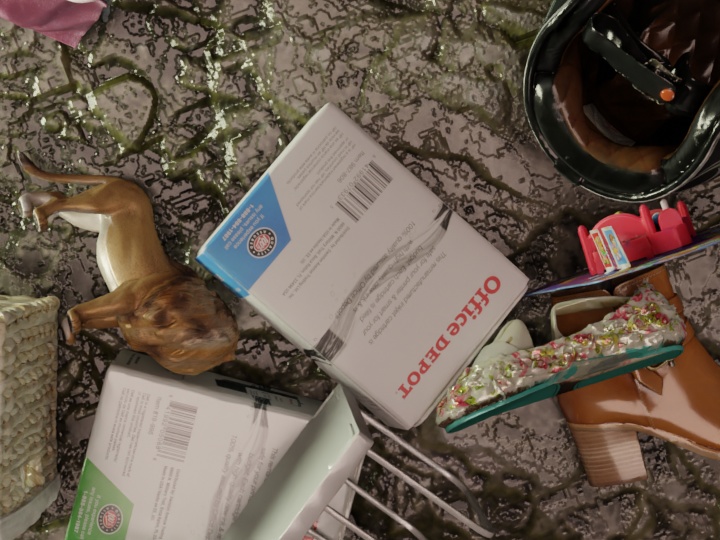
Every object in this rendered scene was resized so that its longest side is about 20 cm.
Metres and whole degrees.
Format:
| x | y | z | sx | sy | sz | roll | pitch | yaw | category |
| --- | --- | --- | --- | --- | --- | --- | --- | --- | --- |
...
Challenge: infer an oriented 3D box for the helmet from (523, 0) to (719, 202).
| x | y | z | sx | sy | sz | roll | pitch | yaw | category |
| --- | --- | --- | --- | --- | --- | --- | --- | --- | --- |
| 0.222 | -0.156 | 1.097 | 0.191 | 0.200 | 0.200 | -41 | 99 | -40 | helmet |

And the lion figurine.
| x | y | z | sx | sy | sz | roll | pitch | yaw | category |
| --- | --- | --- | --- | --- | --- | --- | --- | --- | --- |
| -0.171 | -0.011 | 1.149 | 0.122 | 0.072 | 0.201 | -15 | 74 | -21 | lion figurine |

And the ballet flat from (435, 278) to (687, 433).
| x | y | z | sx | sy | sz | roll | pitch | yaw | category |
| --- | --- | --- | --- | --- | --- | --- | --- | --- | --- |
| 0.138 | 0.059 | 1.124 | 0.199 | 0.076 | 0.064 | -17 | 75 | -14 | ballet flat |

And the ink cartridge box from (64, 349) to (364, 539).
| x | y | z | sx | sy | sz | roll | pitch | yaw | category |
| --- | --- | --- | --- | --- | --- | --- | --- | --- | --- |
| -0.107 | 0.157 | 1.178 | 0.199 | 0.083 | 0.147 | 16 | 96 | -4 | ink cartridge box |

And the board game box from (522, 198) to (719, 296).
| x | y | z | sx | sy | sz | roll | pitch | yaw | category |
| --- | --- | --- | --- | --- | --- | --- | --- | --- | --- |
| 0.201 | -0.028 | 1.111 | 0.157 | 0.200 | 0.039 | -19 | 91 | -16 | board game box |

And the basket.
| x | y | z | sx | sy | sz | roll | pitch | yaw | category |
| --- | --- | --- | --- | --- | --- | --- | --- | --- | --- |
| -0.325 | 0.098 | 1.107 | 0.199 | 0.198 | 0.162 | 2 | 92 | 1 | basket |

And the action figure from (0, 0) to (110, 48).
| x | y | z | sx | sy | sz | roll | pitch | yaw | category |
| --- | --- | --- | --- | --- | --- | --- | --- | --- | --- |
| -0.273 | -0.209 | 1.101 | 0.199 | 0.149 | 0.135 | 3 | 104 | -16 | action figure |

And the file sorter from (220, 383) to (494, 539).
| x | y | z | sx | sy | sz | roll | pitch | yaw | category |
| --- | --- | --- | --- | --- | --- | --- | --- | --- | --- |
| -0.021 | 0.207 | 1.079 | 0.124 | 0.139 | 0.200 | 37 | 94 | -10 | file sorter |

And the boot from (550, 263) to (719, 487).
| x | y | z | sx | sy | sz | roll | pitch | yaw | category |
| --- | --- | --- | --- | --- | --- | --- | --- | --- | --- |
| 0.247 | 0.069 | 1.194 | 0.199 | 0.077 | 0.156 | -13 | 94 | 7 | boot |

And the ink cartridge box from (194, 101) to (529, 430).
| x | y | z | sx | sy | sz | roll | pitch | yaw | category |
| --- | --- | --- | --- | --- | --- | --- | --- | --- | --- |
| 0.000 | 0.000 | 1.149 | 0.200 | 0.084 | 0.145 | 41 | 80 | -6 | ink cartridge box |
